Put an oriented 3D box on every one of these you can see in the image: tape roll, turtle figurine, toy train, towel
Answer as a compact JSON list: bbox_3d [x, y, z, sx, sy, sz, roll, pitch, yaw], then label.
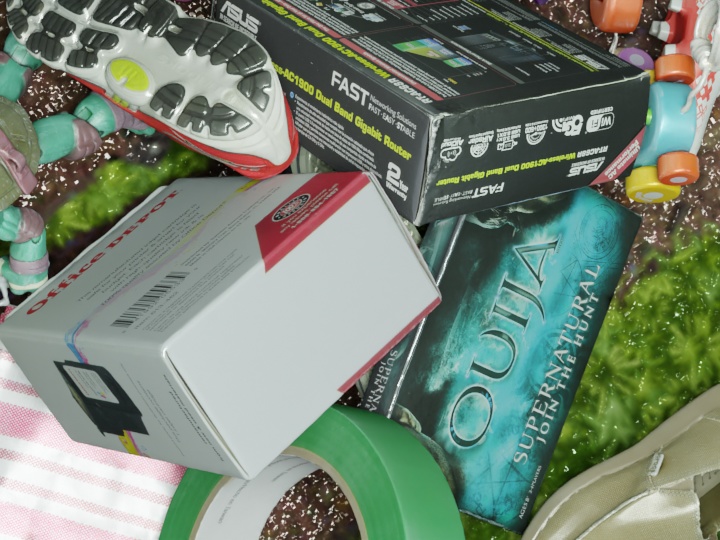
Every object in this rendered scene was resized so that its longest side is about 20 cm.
[{"bbox_3d":[-0.031,0.170,1.069,0.048,0.200,0.202,15,86,-43],"label":"tape roll"},{"bbox_3d":[-0.207,-0.054,1.084,0.150,0.100,0.200,50,59,-12],"label":"turtle figurine"},{"bbox_3d":[0.147,-0.124,1.140,0.055,0.200,0.151,4,113,-10],"label":"toy train"},{"bbox_3d":[-0.158,0.133,1.145,0.145,0.030,0.202,15,87,-10],"label":"towel"}]

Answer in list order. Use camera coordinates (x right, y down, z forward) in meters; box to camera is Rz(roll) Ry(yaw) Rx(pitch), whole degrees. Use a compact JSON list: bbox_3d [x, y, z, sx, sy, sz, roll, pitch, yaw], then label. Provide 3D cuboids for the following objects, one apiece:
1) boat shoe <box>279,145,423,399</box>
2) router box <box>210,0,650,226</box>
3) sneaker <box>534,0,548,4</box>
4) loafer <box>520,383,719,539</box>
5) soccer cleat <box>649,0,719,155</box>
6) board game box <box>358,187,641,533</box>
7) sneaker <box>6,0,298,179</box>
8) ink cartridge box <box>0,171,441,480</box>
[{"bbox_3d":[0.000,0.000,1.158,0.074,0.062,0.201,-32,115,-25],"label":"boat shoe"},{"bbox_3d":[0.033,-0.102,1.078,0.149,0.200,0.063,-12,123,-35],"label":"router box"},{"bbox_3d":[0.138,-0.180,1.095,0.199,0.074,0.088,20,112,26],"label":"sneaker"},{"bbox_3d":[0.171,0.143,1.178,0.200,0.067,0.076,-40,132,-9],"label":"loafer"},{"bbox_3d":[0.219,-0.159,1.203,0.084,0.069,0.202,9,83,-7],"label":"soccer cleat"},{"bbox_3d":[0.076,0.037,1.155,0.135,0.028,0.201,24,85,-39],"label":"board game box"},{"bbox_3d":[-0.111,-0.106,1.068,0.200,0.085,0.077,38,81,30],"label":"sneaker"},{"bbox_3d":[-0.077,0.022,1.046,0.146,0.199,0.083,-42,112,-24],"label":"ink cartridge box"}]
